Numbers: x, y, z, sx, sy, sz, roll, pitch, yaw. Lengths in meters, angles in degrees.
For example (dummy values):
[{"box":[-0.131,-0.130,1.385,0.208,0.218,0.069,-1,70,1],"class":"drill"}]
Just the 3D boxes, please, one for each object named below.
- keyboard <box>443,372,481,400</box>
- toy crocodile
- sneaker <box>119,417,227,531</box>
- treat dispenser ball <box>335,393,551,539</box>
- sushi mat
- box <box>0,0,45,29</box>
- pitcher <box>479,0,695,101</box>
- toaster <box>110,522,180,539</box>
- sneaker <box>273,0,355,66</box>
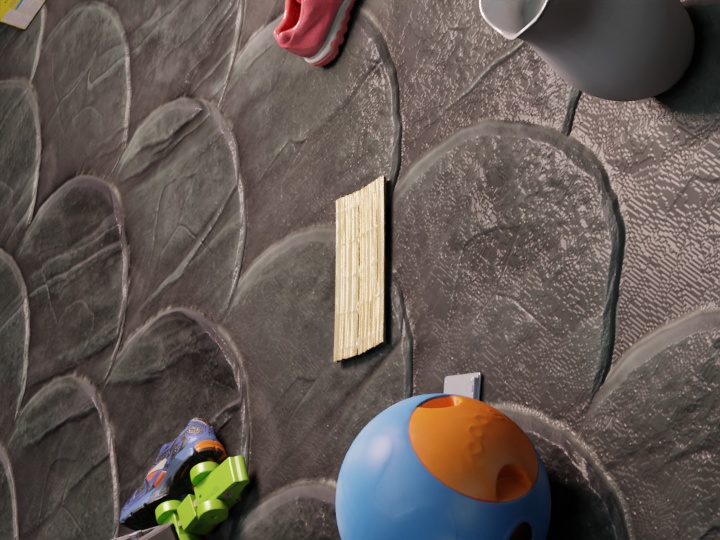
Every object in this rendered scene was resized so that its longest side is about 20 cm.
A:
[{"box":[0.096,0.204,1.722,0.056,0.011,0.202,-16,65,58],"class":"keyboard"},{"box":[-0.195,0.294,2.072,0.200,0.061,0.068,-47,44,29],"class":"toy crocodile"},{"box":[-0.234,0.261,2.134,0.200,0.075,0.079,-44,36,27],"class":"sneaker"},{"box":[0.076,0.215,1.574,0.200,0.200,0.203,-25,59,49],"class":"treat dispenser ball"},{"box":[0.000,0.000,1.928,0.095,0.012,0.202,-22,61,49],"class":"sushi mat"},{"box":[-0.627,-0.482,2.843,0.117,0.199,0.049,-43,46,38],"class":"box"},{"box":[0.195,-0.235,1.565,0.171,0.199,0.122,37,108,54],"class":"pitcher"},{"box":[-0.277,0.418,2.037,0.180,0.118,0.201,-21,89,45],"class":"toaster"},{"box":[-0.042,-0.347,2.049,0.074,0.086,0.201,37,108,53],"class":"sneaker"}]
